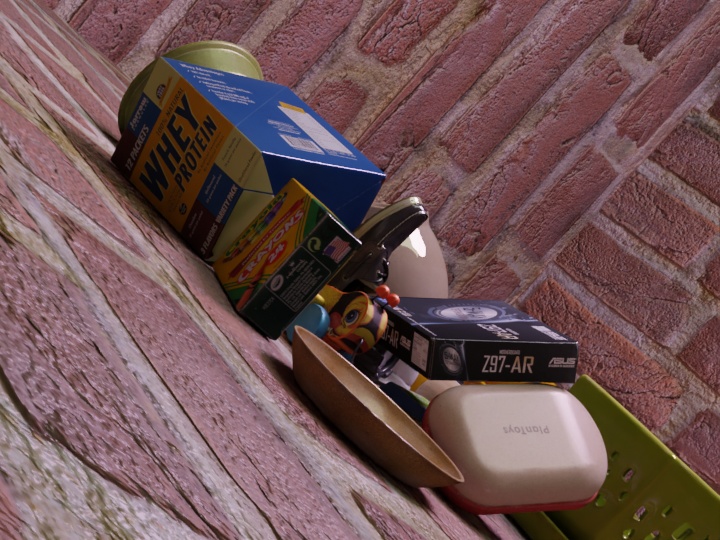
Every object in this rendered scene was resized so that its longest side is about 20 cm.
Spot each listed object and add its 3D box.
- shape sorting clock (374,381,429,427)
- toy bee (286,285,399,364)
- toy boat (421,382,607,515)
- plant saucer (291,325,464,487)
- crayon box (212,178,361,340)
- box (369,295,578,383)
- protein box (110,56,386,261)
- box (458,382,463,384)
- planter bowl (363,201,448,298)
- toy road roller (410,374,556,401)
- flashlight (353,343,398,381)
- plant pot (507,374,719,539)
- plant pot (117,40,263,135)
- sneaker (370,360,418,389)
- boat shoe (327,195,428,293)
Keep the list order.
[{"bbox_3d":[0.084,0.180,1.704,0.200,0.039,0.200,38,2,-1],"label":"shape sorting clock"},{"bbox_3d":[-0.012,0.053,1.598,0.200,0.109,0.131,43,1,29],"label":"toy bee"},{"bbox_3d":[0.141,0.191,1.553,0.200,0.131,0.131,2,55,-28],"label":"toy boat"},{"bbox_3d":[0.006,0.128,1.377,0.200,0.035,0.200,42,3,-2],"label":"plant saucer"},{"bbox_3d":[-0.079,-0.018,1.555,0.051,0.127,0.200,41,1,-20],"label":"crayon box"},{"bbox_3d":[0.110,0.070,1.626,0.160,0.044,0.200,2,11,-18],"label":"box"},{"bbox_3d":[-0.122,-0.112,1.718,0.199,0.135,0.200,7,29,-48],"label":"protein box"},{"bbox_3d":[0.110,0.141,2.364,0.200,0.086,0.164,43,3,24],"label":"box"},{"bbox_3d":[0.014,-0.015,1.880,0.200,0.135,0.200,7,5,-1],"label":"planter bowl"},{"bbox_3d":[0.162,0.169,1.901,0.123,0.146,0.200,44,2,38],"label":"toy road roller"},{"bbox_3d":[-0.039,0.044,1.764,0.200,0.068,0.068,34,-37,22],"label":"flashlight"},{"bbox_3d":[0.292,0.271,1.779,0.199,0.181,0.200,42,2,-34],"label":"plant pot"},{"bbox_3d":[-0.178,-0.152,1.974,0.200,0.200,0.190,40,15,-52],"label":"plant pot"},{"bbox_3d":[0.038,0.097,1.910,0.075,0.087,0.200,40,2,-22],"label":"sneaker"},{"bbox_3d":[-0.001,0.000,1.710,0.066,0.201,0.072,51,-6,18],"label":"boat shoe"}]
